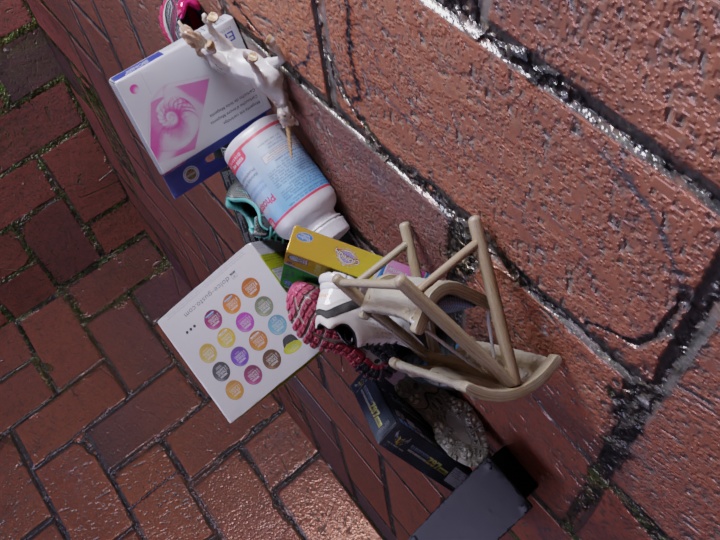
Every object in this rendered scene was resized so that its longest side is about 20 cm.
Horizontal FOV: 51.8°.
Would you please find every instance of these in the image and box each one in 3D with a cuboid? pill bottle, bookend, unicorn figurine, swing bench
[{"bbox_3d":[-0.105,-0.120,1.103,0.202,0.108,0.109,54,163,3],"label":"pill bottle"},{"bbox_3d":[0.203,0.358,1.148,0.092,0.200,0.198,46,-155,20],"label":"bookend"},{"bbox_3d":[-0.147,-0.268,1.000,0.199,0.074,0.138,42,169,10],"label":"unicorn figurine"},{"bbox_3d":[0.095,0.057,0.866,0.202,0.129,0.198,58,162,-12],"label":"swing bench"}]

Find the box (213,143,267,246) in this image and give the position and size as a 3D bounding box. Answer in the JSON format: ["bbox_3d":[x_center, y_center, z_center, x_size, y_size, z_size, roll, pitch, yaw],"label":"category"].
[{"bbox_3d":[-0.221,-0.160,1.317,0.194,0.047,0.204,-125,17,-62],"label":"box"}]

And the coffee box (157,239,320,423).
[{"bbox_3d":[-0.164,0.089,1.210,0.199,0.198,0.200,53,-170,3],"label":"coffee box"}]

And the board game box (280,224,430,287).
[{"bbox_3d":[-0.011,0.013,1.039,0.196,0.041,0.153,19,161,-3],"label":"board game box"}]

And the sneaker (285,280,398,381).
[{"bbox_3d":[-0.029,0.083,1.074,0.199,0.080,0.075,41,-162,-23],"label":"sneaker"}]

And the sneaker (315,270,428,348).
[{"bbox_3d":[0.015,0.076,1.005,0.198,0.082,0.073,27,156,-30],"label":"sneaker"}]

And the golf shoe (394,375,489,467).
[{"bbox_3d":[0.143,0.237,1.197,0.200,0.078,0.097,48,-179,36],"label":"golf shoe"}]

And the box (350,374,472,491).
[{"bbox_3d":[0.084,0.262,1.223,0.199,0.051,0.158,40,-172,-29],"label":"box"}]

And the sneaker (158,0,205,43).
[{"bbox_3d":[-0.242,-0.318,1.133,0.074,0.080,0.203,20,141,55],"label":"sneaker"}]

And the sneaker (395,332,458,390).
[{"bbox_3d":[0.115,0.135,1.088,0.081,0.074,0.199,33,171,-26],"label":"sneaker"}]

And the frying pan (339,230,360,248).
[{"bbox_3d":[-0.005,0.000,1.201,0.192,0.031,0.115,59,164,-4],"label":"frying pan"}]

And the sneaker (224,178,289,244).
[{"bbox_3d":[-0.135,-0.073,1.174,0.199,0.091,0.078,42,142,-1],"label":"sneaker"}]

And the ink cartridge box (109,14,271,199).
[{"bbox_3d":[-0.231,-0.233,1.084,0.043,0.195,0.203,32,152,52],"label":"ink cartridge box"}]
